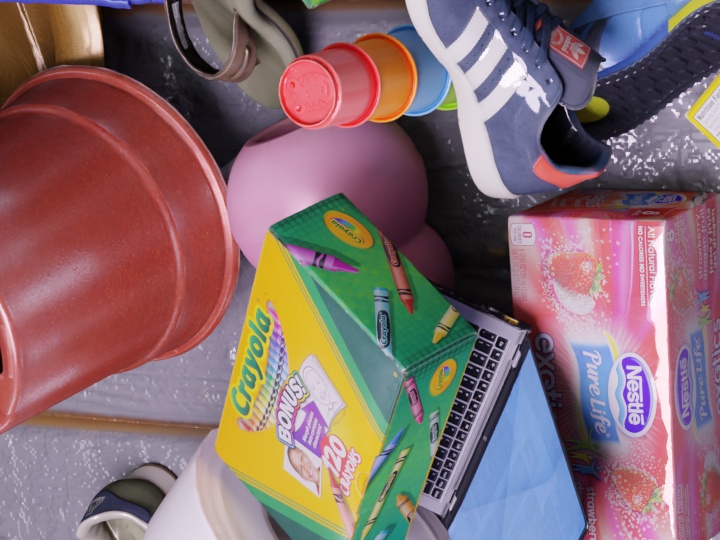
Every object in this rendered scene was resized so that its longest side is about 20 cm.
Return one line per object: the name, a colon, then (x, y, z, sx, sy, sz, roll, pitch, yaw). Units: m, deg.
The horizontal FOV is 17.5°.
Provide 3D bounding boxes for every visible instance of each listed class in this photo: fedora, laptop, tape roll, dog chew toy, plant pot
fedora: (-0.228, -0.163, 1.535, 0.199, 0.082, 0.202, 10, 112, 26)
laptop: (0.032, 0.115, 1.345, 0.199, 0.116, 0.188, 25, 138, 5)
tape roll: (-0.032, 0.183, 1.431, 0.202, 0.202, 0.071, 43, 119, 15)
dog chew toy: (0.000, 0.000, 1.421, 0.124, 0.125, 0.201, -17, 105, 32)
plant pot: (-0.209, 0.002, 1.416, 0.199, 0.195, 0.202, 14, 119, 27)

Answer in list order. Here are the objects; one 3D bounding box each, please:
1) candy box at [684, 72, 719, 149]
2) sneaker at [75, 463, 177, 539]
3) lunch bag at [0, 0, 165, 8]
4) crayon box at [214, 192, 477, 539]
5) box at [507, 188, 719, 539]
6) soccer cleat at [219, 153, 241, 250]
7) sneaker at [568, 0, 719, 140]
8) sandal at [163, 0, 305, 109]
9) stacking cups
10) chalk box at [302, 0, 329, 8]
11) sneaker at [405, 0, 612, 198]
candy box: (0.277, -0.125, 1.284, 0.102, 0.026, 0.200, 47, 119, 16)
sneaker: (-0.117, 0.225, 1.553, 0.067, 0.090, 0.201, -43, 79, 29)
lunch bag: (-0.198, -0.262, 1.416, 0.168, 0.127, 0.202, 1, 90, -3)
crayon box: (-0.012, 0.069, 1.312, 0.119, 0.058, 0.201, 46, 143, 26)
box: (0.154, 0.059, 1.356, 0.102, 0.095, 0.202, 3, 103, 29)
soccer cleat: (-0.123, -0.026, 1.515, 0.085, 0.069, 0.200, 46, 124, 8)
sneaker: (0.155, -0.137, 1.340, 0.200, 0.066, 0.079, -32, 52, 40)
sandal: (-0.090, -0.151, 1.407, 0.079, 0.201, 0.058, 31, 78, 24)
stacking cups: (0.024, -0.114, 1.330, 0.060, 0.200, 0.061, 6, 102, 27)
chalk box: (-0.006, -0.247, 1.338, 0.199, 0.125, 0.124, -18, 125, 31)
sneaker: (0.086, -0.129, 1.275, 0.084, 0.075, 0.201, -1, 132, 29)
